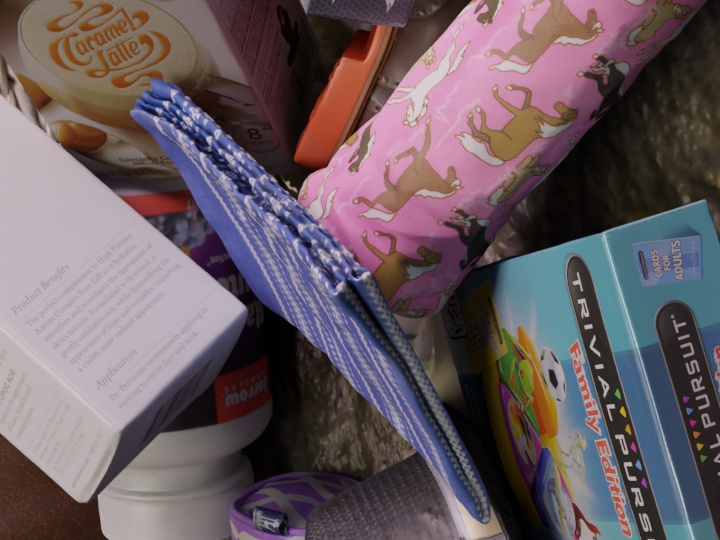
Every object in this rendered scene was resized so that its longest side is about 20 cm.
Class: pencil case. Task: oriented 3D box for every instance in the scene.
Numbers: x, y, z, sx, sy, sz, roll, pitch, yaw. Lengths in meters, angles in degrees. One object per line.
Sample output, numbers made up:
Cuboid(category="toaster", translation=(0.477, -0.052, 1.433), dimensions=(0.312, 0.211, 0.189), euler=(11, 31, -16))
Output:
Cuboid(category="pencil case", translation=(0.055, -0.072, 0.818), dimensions=(0.083, 0.086, 0.200), euler=(45, 113, 14))
Cuboid(category="pencil case", translation=(-0.021, 0.200, 1.027), dimensions=(0.085, 0.084, 0.202), euler=(7, 110, 22))

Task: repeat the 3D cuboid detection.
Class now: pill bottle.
Cuboid(category="pill bottle", translation=(-0.102, 0.034, 1.036), dimensions=(0.111, 0.111, 0.202), euler=(9, 109, 45))

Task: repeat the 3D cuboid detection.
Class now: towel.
Cuboid(category="towel", translation=(-0.023, 0.010, 0.842), dimensions=(0.200, 0.024, 0.145), euler=(44, 167, 50))

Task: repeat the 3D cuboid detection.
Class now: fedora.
Cuboid(category="fedora", translation=(0.028, 0.162, 0.892), dimensions=(0.201, 0.091, 0.202), euler=(164, 90, -83))

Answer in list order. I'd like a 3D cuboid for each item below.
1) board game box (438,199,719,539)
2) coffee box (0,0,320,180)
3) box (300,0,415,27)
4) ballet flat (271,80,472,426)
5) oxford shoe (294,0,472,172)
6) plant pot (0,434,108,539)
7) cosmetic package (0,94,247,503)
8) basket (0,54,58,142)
Cuboid(category="board game box", translation=(0.099, 0.062, 0.817), dimensions=(0.200, 0.047, 0.152), euler=(160, 94, -73))
Cuboid(category="coffee box", translation=(-0.103, -0.129, 0.886), dimensions=(0.113, 0.080, 0.200), euler=(-2, 146, 19))
Cuboid(category="box", translation=(-0.003, -0.222, 0.843), dimensions=(0.201, 0.051, 0.158), euler=(-112, 36, -47))
Cuboid(category="ballet flat", translation=(0.000, 0.000, 0.950), dimensions=(0.201, 0.069, 0.070), euler=(57, 135, 19))
Cuboid(category="oxford shoe", translation=(0.044, -0.116, 0.883), dimensions=(0.072, 0.071, 0.201), euler=(28, 120, -2))
Cuboid(category="plant pot", translation=(-0.229, 0.146, 1.144), dimensions=(0.199, 0.197, 0.202), euler=(18, 115, 43))
Cuboid(category="cosmetic package", translation=(-0.161, -0.001, 0.925), dimensions=(0.200, 0.102, 0.074), euler=(40, 139, 7))
Cuboid(category="basket", translation=(-0.232, -0.116, 1.123), dimensions=(0.135, 0.123, 0.202), euler=(-16, 89, 49))
